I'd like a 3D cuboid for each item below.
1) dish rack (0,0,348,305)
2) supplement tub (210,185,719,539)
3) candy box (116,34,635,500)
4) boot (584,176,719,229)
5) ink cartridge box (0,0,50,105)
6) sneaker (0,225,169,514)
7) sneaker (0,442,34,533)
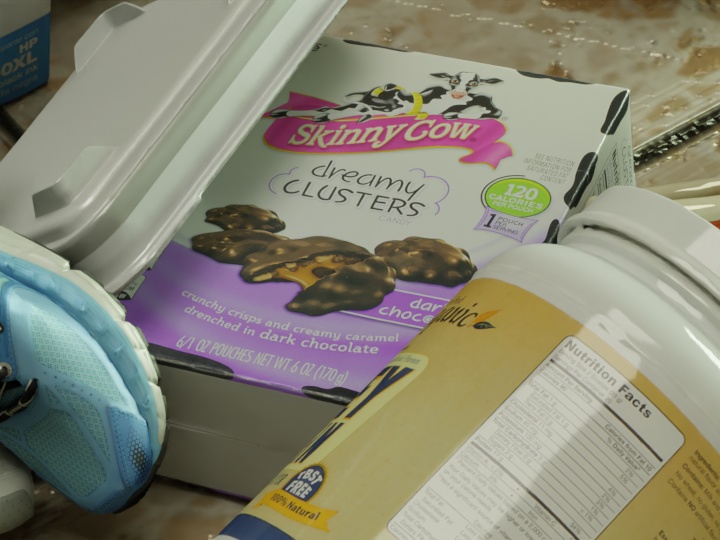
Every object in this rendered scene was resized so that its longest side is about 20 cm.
[{"bbox_3d":[-0.099,-0.056,1.123,0.171,0.044,0.200,-18,30,52],"label":"dish rack"},{"bbox_3d":[0.057,0.083,0.922,0.200,0.145,0.144,-44,52,-15],"label":"supplement tub"},{"bbox_3d":[0.000,0.000,1.103,0.167,0.072,0.200,11,45,21],"label":"candy box"},{"bbox_3d":[0.177,0.006,1.036,0.198,0.108,0.075,-6,5,-2],"label":"boot"},{"bbox_3d":[-0.203,-0.179,1.211,0.084,0.201,0.145,-27,59,-27],"label":"ink cartridge box"},{"bbox_3d":[-0.158,0.021,1.004,0.200,0.078,0.090,43,39,-5],"label":"sneaker"},{"bbox_3d":[-0.200,0.037,1.075,0.200,0.081,0.070,30,26,31],"label":"sneaker"}]
